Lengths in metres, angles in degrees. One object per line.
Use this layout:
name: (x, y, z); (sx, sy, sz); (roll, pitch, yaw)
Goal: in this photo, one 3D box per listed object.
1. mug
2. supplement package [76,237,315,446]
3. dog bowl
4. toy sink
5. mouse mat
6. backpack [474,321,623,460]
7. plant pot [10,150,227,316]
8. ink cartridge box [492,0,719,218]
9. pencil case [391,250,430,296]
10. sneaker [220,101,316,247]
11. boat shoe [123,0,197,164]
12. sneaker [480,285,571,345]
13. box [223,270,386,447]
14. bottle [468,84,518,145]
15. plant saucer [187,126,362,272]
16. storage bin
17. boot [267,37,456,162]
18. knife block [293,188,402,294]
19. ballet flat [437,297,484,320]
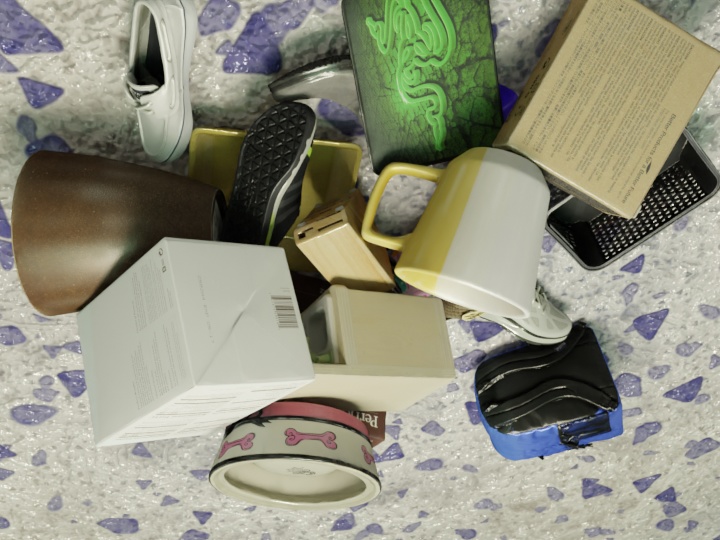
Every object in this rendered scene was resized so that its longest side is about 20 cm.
mug: (0.115, -0.051, 0.888); (0.186, 0.149, 0.154); (23, 82, -23)
supplement package: (-0.179, 0.079, 0.887); (0.150, 0.153, 0.200); (4, 153, -44)
dog bowl: (-0.074, 0.218, 0.984); (0.199, 0.074, 0.200); (2, 148, 1)
toy sink: (-0.012, 0.093, 0.985); (0.199, 0.113, 0.130); (5, 152, -28)
mouse mat: (0.072, -0.212, 0.906); (0.160, 0.008, 0.201); (-15, 111, -8)
backpack: (0.280, 0.206, 1.273); (0.199, 0.163, 0.168); (-16, 135, 5)
plant pot: (-0.255, -0.044, 0.947); (0.199, 0.187, 0.188); (-1, 132, 3)
ink cartridge box: (0.264, -0.182, 0.909); (0.164, 0.075, 0.201); (29, 93, -9)
pencil case: (0.124, -0.019, 1.054); (0.087, 0.088, 0.200); (30, 151, -29)
sneaker: (-0.099, -0.095, 0.944); (0.072, 0.083, 0.201); (31, 105, 19)
boat shoe: (-0.223, -0.201, 0.899); (0.073, 0.065, 0.201); (25, 126, 23)
sneaker: (0.235, 0.030, 1.169); (0.200, 0.076, 0.116); (21, 127, -21)
box: (-0.069, 0.138, 1.115); (0.165, 0.201, 0.164); (17, 147, -22)
bottle: (0.163, -0.124, 1.027); (0.083, 0.065, 0.201); (-30, 133, -14)
plant saucer: (-0.113, -0.092, 1.034); (0.199, 0.049, 0.201); (4, 131, -12)
storage bin: (0.324, -0.110, 1.049); (0.200, 0.094, 0.135); (-36, 126, 23)
boot: (0.005, -0.176, 0.937); (0.199, 0.070, 0.132); (-11, 111, 4)
knife block: (0.000, 0.000, 0.989); (0.064, 0.200, 0.176); (-23, 101, 12)
ballet flat: (0.106, 0.062, 1.135); (0.067, 0.047, 0.200); (6, 167, -37)
